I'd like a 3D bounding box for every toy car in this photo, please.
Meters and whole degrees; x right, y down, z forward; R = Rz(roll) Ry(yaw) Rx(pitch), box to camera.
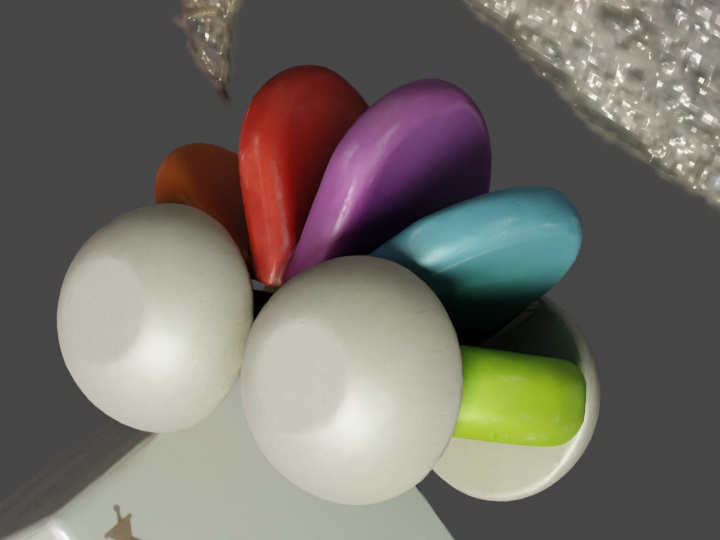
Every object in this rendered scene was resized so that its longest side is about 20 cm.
[{"bbox_3d":[0.000,0.000,0.674,0.198,0.174,0.152,16,92,34],"label":"toy car"}]

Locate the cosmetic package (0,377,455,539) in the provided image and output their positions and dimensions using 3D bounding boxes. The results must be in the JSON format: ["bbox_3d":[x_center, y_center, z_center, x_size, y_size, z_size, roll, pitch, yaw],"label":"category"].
[{"bbox_3d":[-0.085,0.156,0.833,0.167,0.167,0.199,55,140,-5],"label":"cosmetic package"}]
